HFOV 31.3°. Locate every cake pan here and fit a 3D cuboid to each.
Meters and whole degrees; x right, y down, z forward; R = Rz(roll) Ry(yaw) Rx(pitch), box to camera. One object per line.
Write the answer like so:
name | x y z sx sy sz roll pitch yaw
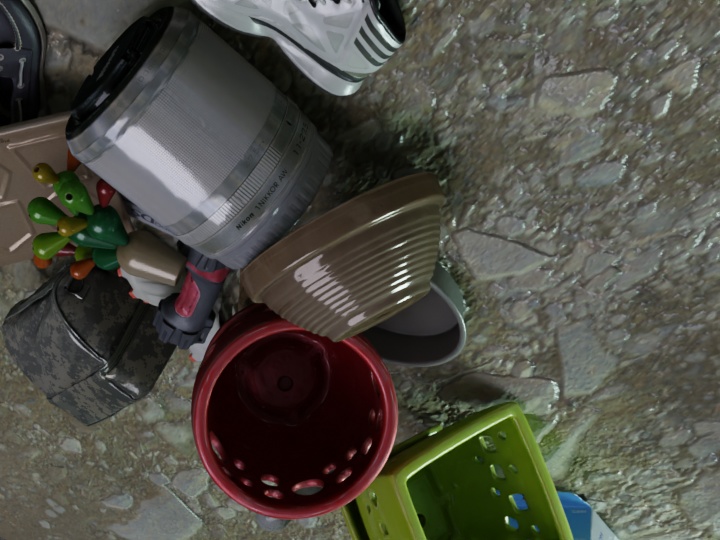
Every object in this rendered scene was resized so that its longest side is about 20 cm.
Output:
cake pan | 0.021 0.028 1.343 0.198 0.037 0.201 17 147 12

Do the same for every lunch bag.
lunch bag | -0.331 0.078 1.558 0.167 0.140 0.199 38 145 -21

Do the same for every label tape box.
label tape box | 0.253 0.356 1.635 0.142 0.066 0.200 -8 137 41

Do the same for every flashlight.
flashlight | -0.178 0.012 1.362 0.068 0.068 0.200 58 145 19

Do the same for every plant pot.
plant pot | -0.071 0.125 1.303 0.200 0.201 0.183 32 -174 -12
plant pot | 0.000 0.000 1.152 0.093 0.200 0.201 61 146 7
plant pot | 0.095 0.282 1.467 0.181 0.198 0.202 -19 95 57

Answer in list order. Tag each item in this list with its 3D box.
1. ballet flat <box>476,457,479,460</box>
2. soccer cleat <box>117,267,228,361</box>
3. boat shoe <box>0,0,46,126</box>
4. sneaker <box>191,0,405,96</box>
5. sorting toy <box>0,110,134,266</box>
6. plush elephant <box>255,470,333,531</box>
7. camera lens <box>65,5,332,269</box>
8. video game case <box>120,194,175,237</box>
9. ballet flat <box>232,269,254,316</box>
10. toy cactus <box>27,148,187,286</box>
ballet flat | 0.128 0.303 1.630 0.063 0.068 0.201 -20 146 -8
soccer cleat | -0.203 0.027 1.479 0.077 0.070 0.200 -20 128 22
boat shoe | -0.346 -0.200 1.240 0.072 0.063 0.201 20 148 6
sneaker | -0.047 -0.228 1.005 0.200 0.076 0.115 31 139 -25
sorting toy | -0.346 -0.084 1.326 0.183 0.037 0.201 -13 142 -1
plush elephant | -0.077 0.171 1.524 0.155 0.200 0.165 41 138 17
camera lens | -0.145 -0.117 1.130 0.200 0.161 0.159 40 145 -22
video game case | -0.189 -0.097 1.317 0.179 0.026 0.200 26 148 0
ballet flat | -0.116 0.042 1.431 0.073 0.067 0.201 55 154 32
toy cactus | -0.249 -0.038 1.280 0.164 0.103 0.200 24 150 -1
